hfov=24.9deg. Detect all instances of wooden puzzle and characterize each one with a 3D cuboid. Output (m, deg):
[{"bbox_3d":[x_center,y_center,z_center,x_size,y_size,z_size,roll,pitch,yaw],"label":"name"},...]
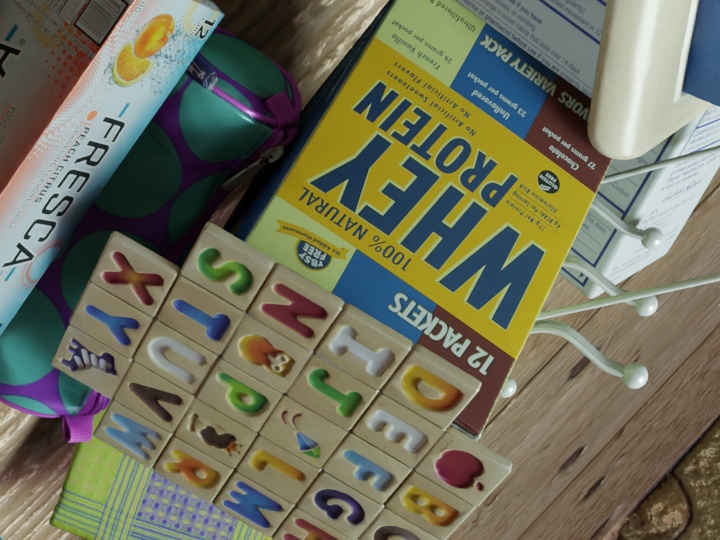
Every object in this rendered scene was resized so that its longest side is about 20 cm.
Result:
[{"bbox_3d":[0.196,-0.159,0.783,0.200,0.046,0.186,-28,136,-38],"label":"wooden puzzle"}]

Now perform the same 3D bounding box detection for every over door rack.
[{"bbox_3d":[0.160,-0.013,0.857,0.200,0.067,0.148,-26,-157,27],"label":"over door rack"}]

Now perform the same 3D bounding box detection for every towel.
[{"bbox_3d":[-0.071,0.117,0.974,0.144,0.200,0.023,-71,-163,-2],"label":"towel"}]

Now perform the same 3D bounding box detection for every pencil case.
[{"bbox_3d":[-0.112,-0.022,0.787,0.200,0.092,0.085,-55,158,17],"label":"pencil case"}]

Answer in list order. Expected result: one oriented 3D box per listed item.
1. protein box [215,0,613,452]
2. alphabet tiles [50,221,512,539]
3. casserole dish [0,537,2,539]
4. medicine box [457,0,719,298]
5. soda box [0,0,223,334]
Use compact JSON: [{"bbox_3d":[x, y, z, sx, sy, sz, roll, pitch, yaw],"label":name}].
[{"bbox_3d":[0.000,0.000,0.829,0.199,0.135,0.200,-60,-171,-31],"label":"protein box"},{"bbox_3d":[-0.039,0.064,0.731,0.167,0.200,0.006,-56,-174,44],"label":"alphabet tiles"},{"bbox_3d":[-0.257,0.196,0.949,0.121,0.039,0.200,-44,158,-14],"label":"casserole dish"},{"bbox_3d":[0.137,-0.122,0.986,0.103,0.182,0.200,-24,149,-49],"label":"medicine box"},{"bbox_3d":[-0.149,-0.054,0.699,0.200,0.064,0.068,-53,159,11],"label":"soda box"}]
